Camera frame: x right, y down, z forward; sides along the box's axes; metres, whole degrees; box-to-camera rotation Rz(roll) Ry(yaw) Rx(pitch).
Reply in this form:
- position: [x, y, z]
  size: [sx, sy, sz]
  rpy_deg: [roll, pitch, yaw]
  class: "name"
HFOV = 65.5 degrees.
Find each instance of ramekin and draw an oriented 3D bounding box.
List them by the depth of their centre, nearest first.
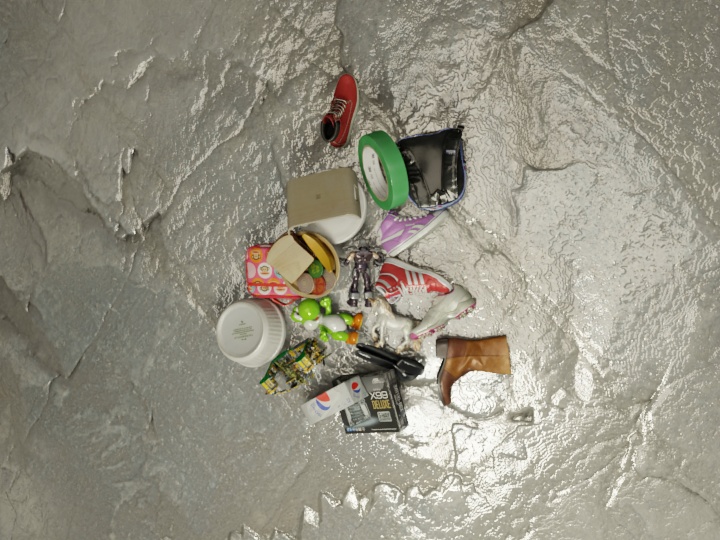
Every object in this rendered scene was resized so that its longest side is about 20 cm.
- position: [-0.071, -0.173, 1.533]
  size: [0.200, 0.094, 0.204]
  rpy_deg: [1, 94, 13]
  class: "ramekin"
- position: [-0.319, 0.172, 1.594]
  size: [0.201, 0.094, 0.204]
  rpy_deg: [-4, 79, 20]
  class: "ramekin"

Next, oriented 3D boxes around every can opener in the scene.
- position: [0.077, 0.245, 1.534]
  size: [0.199, 0.064, 0.079]
  rpy_deg: [22, 117, -3]
  class: "can opener"

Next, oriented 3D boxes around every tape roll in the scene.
- position: [0.057, -0.259, 1.453]
  size: [0.048, 0.200, 0.202]
  rpy_deg: [-22, 88, -15]
  class: "tape roll"

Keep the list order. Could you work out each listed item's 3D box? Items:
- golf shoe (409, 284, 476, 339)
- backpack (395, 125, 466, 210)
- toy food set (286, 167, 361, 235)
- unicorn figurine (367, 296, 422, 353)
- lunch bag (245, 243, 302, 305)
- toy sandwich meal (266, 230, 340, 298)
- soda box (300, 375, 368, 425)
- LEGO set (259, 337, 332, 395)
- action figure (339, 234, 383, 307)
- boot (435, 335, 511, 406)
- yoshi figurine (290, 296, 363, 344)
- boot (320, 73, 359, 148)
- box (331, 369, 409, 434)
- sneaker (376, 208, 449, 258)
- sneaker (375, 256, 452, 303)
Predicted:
- position: [0.211, 0.113, 1.508]
  size: [0.199, 0.075, 0.092]
  rpy_deg: [-31, 73, -1]
  class: "golf shoe"
- position: [0.187, -0.252, 1.449]
  size: [0.198, 0.154, 0.192]
  rpy_deg: [-10, 83, 16]
  class: "backpack"
- position: [-0.099, -0.176, 1.443]
  size: [0.198, 0.060, 0.145]
  rpy_deg: [-11, 63, 11]
  class: "toy food set"
- position: [0.082, 0.148, 1.536]
  size: [0.198, 0.074, 0.139]
  rpy_deg: [14, 101, -17]
  class: "unicorn figurine"
- position: [-0.226, 0.012, 1.598]
  size: [0.198, 0.082, 0.178]
  rpy_deg: [1, 98, 12]
  class: "lunch bag"
- position: [-0.151, -0.015, 1.485]
  size: [0.203, 0.070, 0.207]
  rpy_deg: [6, 107, 19]
  class: "toy sandwich meal"
- position: [-0.074, 0.358, 1.539]
  size: [0.200, 0.068, 0.064]
  rpy_deg: [-35, 78, 38]
  class: "soda box"
- position: [-0.172, 0.288, 1.561]
  size: [0.199, 0.154, 0.116]
  rpy_deg: [-35, 107, 13]
  class: "LEGO set"
- position: [0.000, 0.000, 1.539]
  size: [0.129, 0.069, 0.202]
  rpy_deg: [1, 104, -5]
  class: "action figure"
- position: [0.305, 0.272, 1.515]
  size: [0.198, 0.068, 0.190]
  rpy_deg: [-1, 86, 5]
  class: "boot"
- position: [-0.095, 0.133, 1.543]
  size: [0.198, 0.112, 0.113]
  rpy_deg: [16, 107, 0]
  class: "yoshi figurine"
- position: [-0.058, -0.436, 1.495]
  size: [0.072, 0.144, 0.202]
  rpy_deg: [10, 94, 13]
  class: "boot"
- position: [0.025, 0.362, 1.538]
  size: [0.199, 0.050, 0.159]
  rpy_deg: [-14, 91, 39]
  class: "box"
- position: [0.133, -0.133, 1.510]
  size: [0.200, 0.073, 0.115]
  rpy_deg: [-33, 83, 13]
  class: "sneaker"
- position: [0.135, 0.046, 1.490]
  size: [0.199, 0.071, 0.113]
  rpy_deg: [20, 66, 20]
  class: "sneaker"
